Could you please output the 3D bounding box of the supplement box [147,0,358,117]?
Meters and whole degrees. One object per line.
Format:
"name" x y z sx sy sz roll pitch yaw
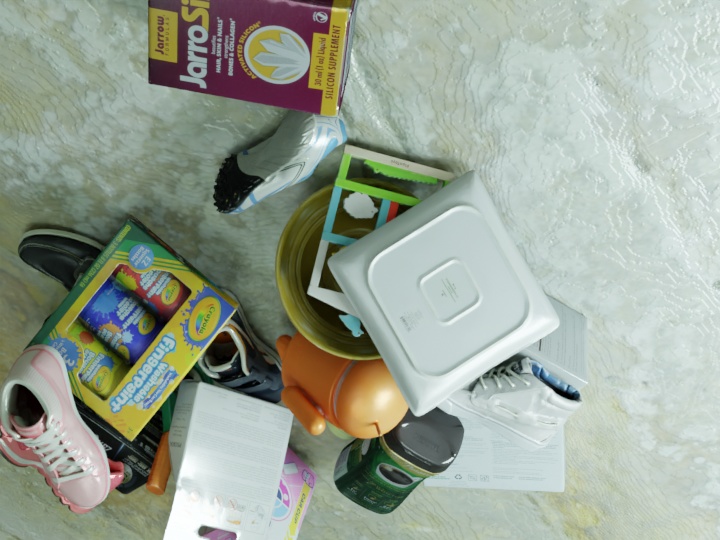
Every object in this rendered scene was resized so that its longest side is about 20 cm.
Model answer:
"supplement box" -0.105 -0.248 1.264 0.197 0.104 0.132 10 134 2

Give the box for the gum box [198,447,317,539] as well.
"gum box" -0.137 0.316 1.722 0.066 0.201 0.114 -30 114 32

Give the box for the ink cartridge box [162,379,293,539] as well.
"ink cartridge box" -0.175 0.255 1.613 0.159 0.202 0.047 22 165 -39

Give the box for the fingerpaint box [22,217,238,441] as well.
"fingerpaint box" -0.269 0.068 1.504 0.166 0.073 0.201 40 91 -4

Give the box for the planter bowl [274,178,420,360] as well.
"planter bowl" 0.000 0.000 1.456 0.198 0.203 0.083 15 176 -4

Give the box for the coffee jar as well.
"coffee jar" 0.049 0.237 1.643 0.104 0.086 0.200 30 142 -10

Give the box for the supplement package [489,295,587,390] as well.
"supplement package" 0.159 0.079 1.510 0.199 0.110 0.114 29 131 -17

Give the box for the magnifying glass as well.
"magnifying glass" -0.234 0.193 1.620 0.022 0.202 0.079 -24 128 39

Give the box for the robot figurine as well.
"robot figurine" -0.018 0.131 1.549 0.143 0.199 0.118 1 110 -47

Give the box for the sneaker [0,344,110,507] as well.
"sneaker" -0.350 0.192 1.435 0.074 0.105 0.202 -16 103 9

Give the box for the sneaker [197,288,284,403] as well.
"sneaker" -0.157 0.119 1.625 0.078 0.080 0.201 -16 129 21

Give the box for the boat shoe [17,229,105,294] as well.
"boat shoe" -0.331 0.012 1.566 0.198 0.068 0.072 28 132 -13

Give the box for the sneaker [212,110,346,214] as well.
"sneaker" -0.093 -0.114 1.412 0.072 0.073 0.199 14 147 -41

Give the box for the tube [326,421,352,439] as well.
"tube" 0.027 0.146 1.635 0.058 0.052 0.200 25 131 -19

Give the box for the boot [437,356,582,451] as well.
"boot" 0.155 0.126 1.441 0.199 0.074 0.096 27 121 -21

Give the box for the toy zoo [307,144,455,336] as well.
"toy zoo" 0.020 -0.025 1.407 0.130 0.202 0.020 14 176 -3

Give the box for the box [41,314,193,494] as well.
"box" -0.329 0.159 1.632 0.086 0.165 0.200 -31 121 33

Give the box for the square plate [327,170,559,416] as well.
"square plate" 0.095 0.024 1.388 0.197 0.028 0.201 -31 94 -10

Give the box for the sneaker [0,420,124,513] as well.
"sneaker" -0.363 0.207 1.537 0.086 0.074 0.200 -31 125 14

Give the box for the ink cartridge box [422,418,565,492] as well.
"ink cartridge box" 0.171 0.212 1.675 0.194 0.044 0.202 1 131 11
